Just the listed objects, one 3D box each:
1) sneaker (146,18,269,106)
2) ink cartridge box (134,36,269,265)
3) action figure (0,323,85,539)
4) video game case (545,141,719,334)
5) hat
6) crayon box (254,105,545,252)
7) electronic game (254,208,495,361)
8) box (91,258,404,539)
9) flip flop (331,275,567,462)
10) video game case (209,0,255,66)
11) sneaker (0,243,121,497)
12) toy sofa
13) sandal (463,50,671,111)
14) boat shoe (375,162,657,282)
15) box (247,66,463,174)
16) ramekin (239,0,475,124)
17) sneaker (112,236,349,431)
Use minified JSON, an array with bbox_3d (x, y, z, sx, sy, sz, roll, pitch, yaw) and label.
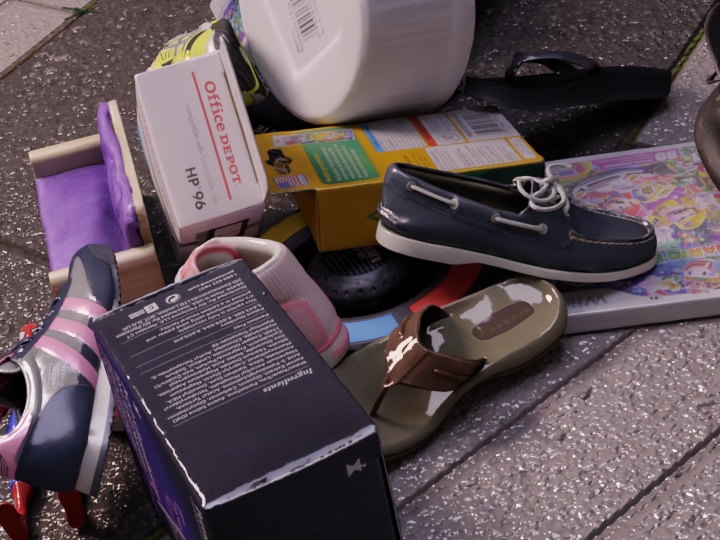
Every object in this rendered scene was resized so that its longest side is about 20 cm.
[{"bbox_3d":[-0.127,-0.157,1.311,0.076,0.076,0.200,-29,11,-7],"label":"sneaker"},{"bbox_3d":[-0.117,-0.082,1.170,0.067,0.117,0.200,-17,-7,-10],"label":"ink cartridge box"},{"bbox_3d":[-0.219,0.098,1.096,0.065,0.052,0.201,-19,32,-2],"label":"action figure"},{"bbox_3d":[0.201,-0.028,1.168,0.141,0.018,0.201,-7,35,7],"label":"video game case"},{"bbox_3d":[0.290,-0.093,1.161,0.081,0.200,0.201,-39,20,33],"label":"hat"},{"bbox_3d":[0.022,-0.068,1.184,0.198,0.052,0.126,-7,25,-10],"label":"crayon box"},{"bbox_3d":[0.000,0.000,1.170,0.198,0.042,0.201,-9,34,6],"label":"electronic game"},{"bbox_3d":[-0.063,0.113,0.932,0.103,0.149,0.200,-22,35,-15],"label":"box"},{"bbox_3d":[0.052,0.053,1.045,0.199,0.058,0.081,-28,57,-20],"label":"flip flop"},{"bbox_3d":[-0.069,-0.295,1.439,0.024,0.201,0.182,25,15,-22],"label":"video game case"},{"bbox_3d":[-0.198,0.053,1.038,0.081,0.071,0.201,8,41,-13],"label":"sneaker"},{"bbox_3d":[-0.207,-0.044,1.248,0.082,0.098,0.201,-16,35,-6],"label":"toy sofa"},{"bbox_3d":[0.162,-0.157,1.287,0.198,0.043,0.076,-9,19,-34],"label":"sandal"},{"bbox_3d":[0.110,-0.038,1.106,0.198,0.062,0.075,8,23,-1],"label":"boat shoe"},{"bbox_3d":[-0.047,-0.149,1.395,0.199,0.050,0.198,18,44,38],"label":"box"},{"bbox_3d":[-0.011,-0.208,1.238,0.097,0.203,0.200,-17,31,-33],"label":"ramekin"},{"bbox_3d":[-0.114,0.035,1.073,0.198,0.105,0.076,-16,31,22],"label":"sneaker"}]
